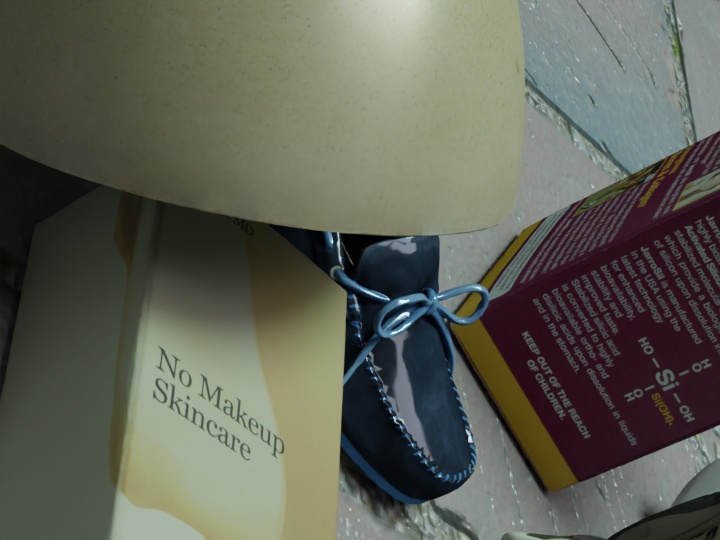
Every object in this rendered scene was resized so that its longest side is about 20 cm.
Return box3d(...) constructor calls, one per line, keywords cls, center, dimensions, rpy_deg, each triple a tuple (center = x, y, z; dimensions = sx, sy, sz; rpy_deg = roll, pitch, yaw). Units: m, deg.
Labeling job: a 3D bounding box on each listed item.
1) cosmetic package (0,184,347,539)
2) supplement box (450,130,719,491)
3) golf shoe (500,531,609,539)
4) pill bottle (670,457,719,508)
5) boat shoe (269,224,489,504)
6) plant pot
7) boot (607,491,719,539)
box3d(cls="cosmetic package", center=(-0.064, 0.071, 0.627), dimensions=(0.105, 0.071, 0.200), rpy_deg=(38, 38, -36))
box3d(cls="supplement box", center=(0.164, 0.005, 0.909), dimensions=(0.103, 0.200, 0.131), rpy_deg=(58, 31, -8))
box3d(cls="golf shoe", center=(0.117, 0.169, 0.782), dimensions=(0.088, 0.077, 0.200), rpy_deg=(24, 7, -21))
box3d(cls="pill bottle", center=(0.250, 0.175, 1.001), dimensions=(0.200, 0.111, 0.111), rpy_deg=(32, 42, -42))
box3d(cls="boat shoe", center=(0.000, 0.000, 0.785), dimensions=(0.200, 0.069, 0.084), rpy_deg=(62, 30, -3))
box3d(cls="plant pot", center=(-0.030, -0.106, 0.651), dimensions=(0.200, 0.200, 0.135), rpy_deg=(-18, 124, -60))
box3d(cls="boot", center=(0.201, 0.168, 0.846), dimensions=(0.073, 0.203, 0.154), rpy_deg=(13, 60, -39))
